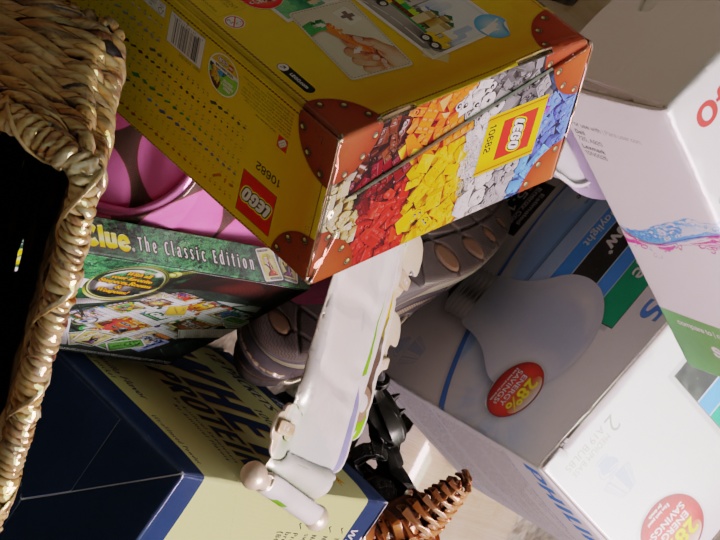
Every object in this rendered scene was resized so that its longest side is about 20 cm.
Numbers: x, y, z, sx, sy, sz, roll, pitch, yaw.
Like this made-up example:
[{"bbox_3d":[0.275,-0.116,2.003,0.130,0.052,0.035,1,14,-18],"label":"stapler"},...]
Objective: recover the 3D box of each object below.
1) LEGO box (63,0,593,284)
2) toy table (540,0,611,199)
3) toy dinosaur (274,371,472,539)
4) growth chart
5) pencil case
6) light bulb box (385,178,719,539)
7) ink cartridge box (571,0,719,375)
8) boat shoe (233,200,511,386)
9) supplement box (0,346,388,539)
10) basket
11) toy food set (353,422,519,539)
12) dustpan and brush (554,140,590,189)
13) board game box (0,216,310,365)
[{"bbox_3d":[-0.027,-0.102,1.199,0.148,0.200,0.077,-23,142,-38],"label":"LEGO box"},{"bbox_3d":[0.129,-0.124,1.482,0.200,0.117,0.184,4,122,-57],"label":"toy table"},{"bbox_3d":[-0.001,0.118,1.567,0.199,0.136,0.102,-17,-170,35],"label":"toy dinosaur"},{"bbox_3d":[-0.006,0.030,1.368,0.145,0.018,0.201,59,46,-67],"label":"growth chart"},{"bbox_3d":[-0.060,-0.047,1.349,0.200,0.090,0.094,30,64,-63],"label":"pencil case"},{"bbox_3d":[0.141,0.043,1.571,0.198,0.200,0.125,-49,122,-9],"label":"light bulb box"},{"bbox_3d":[0.198,-0.061,1.383,0.145,0.084,0.201,-45,128,-20],"label":"ink cartridge box"},{"bbox_3d":[0.000,0.000,1.519,0.200,0.075,0.073,-29,172,-40],"label":"boat shoe"},{"bbox_3d":[-0.130,0.147,1.429,0.201,0.134,0.199,-55,151,11],"label":"supplement box"},{"bbox_3d":[-0.183,-0.006,1.102,0.149,0.142,0.201,-92,-160,-62],"label":"basket"},{"bbox_3d":[0.066,0.092,1.737,0.144,0.060,0.200,-62,153,1],"label":"toy food set"},{"bbox_3d":[0.016,-0.108,1.371,0.057,0.139,0.201,-45,127,-20],"label":"dustpan and brush"},{"bbox_3d":[-0.128,0.007,1.288,0.104,0.024,0.199,-24,157,37],"label":"board game box"}]
